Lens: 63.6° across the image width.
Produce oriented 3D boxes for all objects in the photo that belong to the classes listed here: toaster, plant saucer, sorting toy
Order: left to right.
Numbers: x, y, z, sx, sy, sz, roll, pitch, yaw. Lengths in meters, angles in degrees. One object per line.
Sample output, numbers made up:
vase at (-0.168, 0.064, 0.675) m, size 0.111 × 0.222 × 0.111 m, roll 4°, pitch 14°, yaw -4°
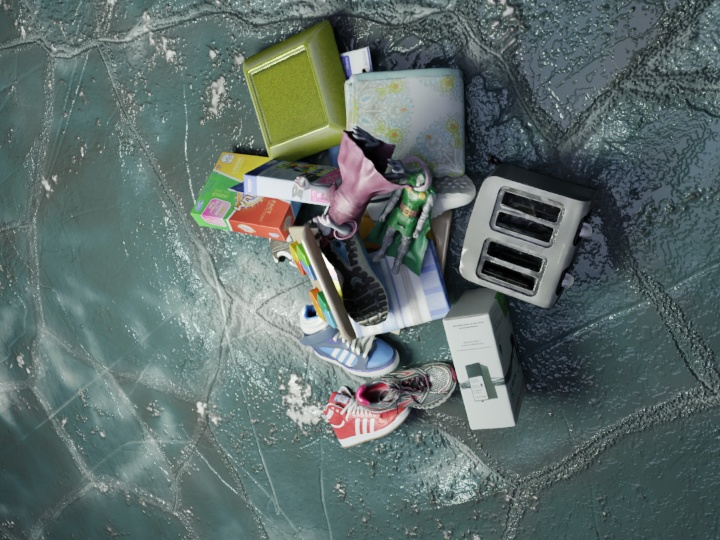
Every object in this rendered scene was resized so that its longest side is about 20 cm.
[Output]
plant saucer at (-0.117, -0.303, 1.018) m, size 0.197 × 0.048 × 0.204 m, roll -12°, pitch 99°, yaw 30°
sorting toy at (-0.072, 0.017, 0.963) m, size 0.036 × 0.200 × 0.188 m, roll -24°, pitch 100°, yaw -8°
sorting toy at (0.064, -0.026, 1.053) m, size 0.182 × 0.036 × 0.205 m, roll 12°, pitch 100°, yaw 20°
toaster at (0.258, -0.063, 0.925) m, size 0.197 × 0.118 × 0.184 m, roll 21°, pitch 114°, yaw 18°

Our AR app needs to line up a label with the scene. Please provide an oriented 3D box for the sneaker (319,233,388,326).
sneaker at (0.000, 0.000, 1.001) m, size 0.077 × 0.090 × 0.203 m, roll -16°, pitch 107°, yaw 17°

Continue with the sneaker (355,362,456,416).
sneaker at (0.086, 0.228, 1.100) m, size 0.196 × 0.075 × 0.082 m, roll -20°, pitch 66°, yaw 11°

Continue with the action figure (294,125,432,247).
action figure at (-0.010, -0.116, 0.884) m, size 0.201 × 0.146 × 0.136 m, roll -58°, pitch 41°, yaw 40°

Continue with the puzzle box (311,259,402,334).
puzzle box at (0.000, 0.031, 1.131) m, size 0.197 × 0.025 × 0.136 m, roll 18°, pitch 114°, yaw 19°

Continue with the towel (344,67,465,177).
towel at (0.070, -0.236, 0.942) m, size 0.195 × 0.048 × 0.175 m, roll -1°, pitch 85°, yaw 9°

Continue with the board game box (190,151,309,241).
board game box at (-0.205, -0.145, 1.105) m, size 0.196 × 0.155 × 0.041 m, roll 10°, pitch 154°, yaw 21°

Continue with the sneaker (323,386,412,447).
sneaker at (0.005, 0.283, 1.187) m, size 0.198 × 0.071 × 0.113 m, roll -32°, pitch 95°, yaw 32°

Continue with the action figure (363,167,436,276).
action figure at (0.072, -0.083, 0.929) m, size 0.117 × 0.055 × 0.202 m, roll 28°, pitch 134°, yaw 9°

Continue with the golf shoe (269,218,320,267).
golf shoe at (-0.090, -0.051, 1.101) m, size 0.197 × 0.077 × 0.097 m, roll 4°, pitch 98°, yaw 34°

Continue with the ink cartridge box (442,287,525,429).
ink cartridge box at (0.218, 0.147, 0.999) m, size 0.082 × 0.146 × 0.204 m, roll -10°, pitch 104°, yaw 26°

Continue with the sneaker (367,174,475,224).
sneaker at (0.101, -0.115, 0.971) m, size 0.196 × 0.077 × 0.082 m, roll 1°, pitch 124°, yaw 31°

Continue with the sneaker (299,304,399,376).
sneaker at (-0.029, 0.122, 1.117) m, size 0.197 × 0.081 × 0.148 m, roll 11°, pitch 141°, yaw 27°

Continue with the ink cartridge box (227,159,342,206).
ink cartridge box at (-0.117, -0.156, 1.005) m, size 0.196 × 0.120 × 0.043 m, roll 7°, pitch 114°, yaw 15°

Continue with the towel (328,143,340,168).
towel at (0.037, -0.192, 1.027) m, size 0.196 × 0.048 × 0.114 m, roll 4°, pitch 109°, yaw 24°

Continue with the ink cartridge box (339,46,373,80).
ink cartridge box at (-0.057, -0.324, 1.033) m, size 0.196 × 0.039 × 0.102 m, roll -3°, pitch 105°, yaw 28°

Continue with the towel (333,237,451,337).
towel at (0.055, 0.034, 1.040) m, size 0.197 × 0.024 × 0.150 m, roll -15°, pitch 94°, yaw 24°
